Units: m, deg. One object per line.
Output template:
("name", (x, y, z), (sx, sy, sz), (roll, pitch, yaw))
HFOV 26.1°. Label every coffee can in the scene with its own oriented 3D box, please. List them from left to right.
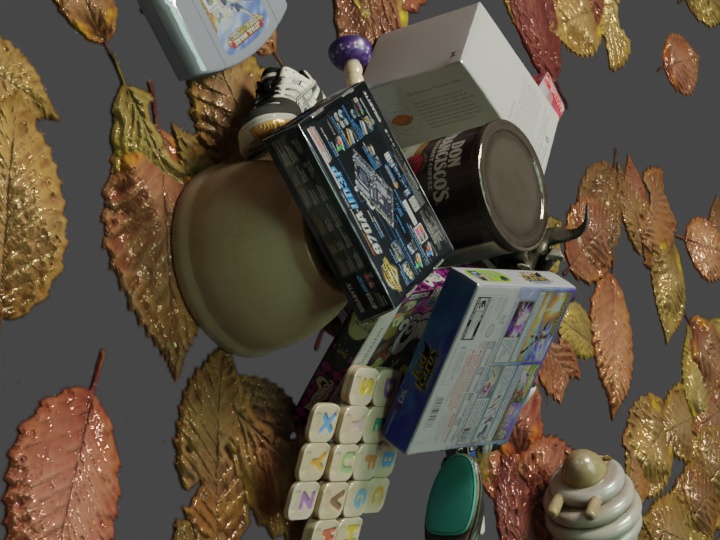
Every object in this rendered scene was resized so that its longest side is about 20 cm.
("coffee can", (0.088, -0.073, 1.730), (0.146, 0.200, 0.147), (24, 60, -49))

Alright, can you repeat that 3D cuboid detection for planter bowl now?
("planter bowl", (-0.071, -0.023, 1.545), (0.200, 0.135, 0.201), (24, 59, -50))

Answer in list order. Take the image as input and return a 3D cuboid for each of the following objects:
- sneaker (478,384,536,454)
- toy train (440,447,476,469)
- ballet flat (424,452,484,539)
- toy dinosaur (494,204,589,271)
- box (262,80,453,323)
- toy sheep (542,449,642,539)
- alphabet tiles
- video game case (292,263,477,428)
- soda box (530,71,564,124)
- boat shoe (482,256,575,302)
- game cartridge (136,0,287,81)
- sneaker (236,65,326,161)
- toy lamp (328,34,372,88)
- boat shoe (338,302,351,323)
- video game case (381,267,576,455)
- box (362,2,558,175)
("sneaker", (0.168, 0.152, 1.814), (0.200, 0.080, 0.074), (88, -13, -58))
("toy train", (0.108, 0.155, 1.786), (0.046, 0.034, 0.200), (-33, 126, -43))
("ballet flat", (0.105, 0.309, 1.757), (0.068, 0.068, 0.200), (38, 60, -55))
("toy dinosaur", (0.182, -0.002, 1.747), (0.077, 0.200, 0.102), (23, 16, -13))
("box", (0.002, -0.070, 1.502), (0.200, 0.046, 0.159), (61, 32, -9))
("toy sheep", (0.295, 0.312, 1.969), (0.138, 0.138, 0.200), (-50, 134, -50))
("alphabet tiles", (-0.009, 0.195, 1.589), (0.196, 0.015, 0.200), (12, 93, -61))
("video game case", (0.034, 0.079, 1.646), (0.036, 0.181, 0.200), (41, 25, 24))
("soda box", (0.203, -0.179, 2.044), (0.063, 0.070, 0.200), (59, 39, -24))
("boat shoe", (0.202, 0.005, 1.902), (0.074, 0.060, 0.200), (42, 6, -26))
("game cartridge", (-0.149, -0.281, 1.607), (0.133, 0.041, 0.200), (60, 38, -17))
("sneaker", (-0.090, -0.169, 1.620), (0.088, 0.076, 0.200), (63, 18, 1))
("toy lamp", (0.000, -0.173, 1.722), (0.058, 0.058, 0.200), (35, 38, -44))
("boat shoe", (0.000, 0.000, 1.679), (0.070, 0.066, 0.200), (-34, 108, -25))
("video game case", (0.126, 0.095, 1.644), (0.181, 0.045, 0.200), (3, 115, -49))
("box", (0.120, -0.197, 1.859), (0.200, 0.152, 0.106), (50, 43, -34))
